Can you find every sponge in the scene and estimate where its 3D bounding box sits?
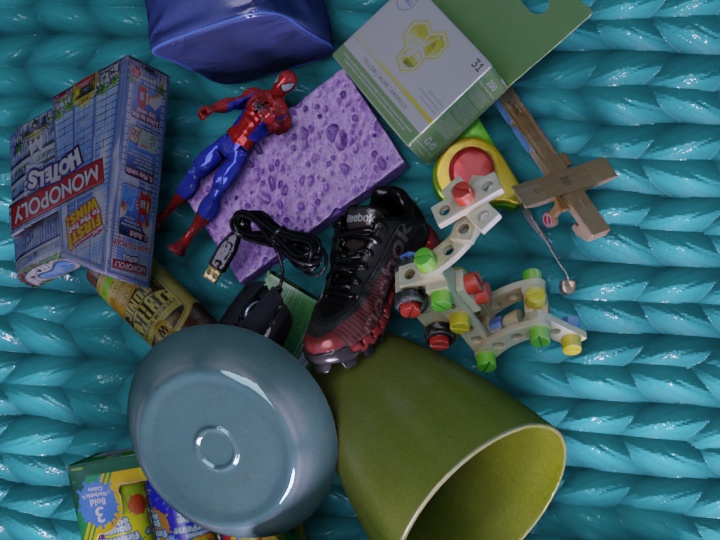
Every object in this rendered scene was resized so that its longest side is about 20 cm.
[{"bbox_3d":[-0.064,-0.088,1.352,0.199,0.030,0.112,-35,78,10],"label":"sponge"}]

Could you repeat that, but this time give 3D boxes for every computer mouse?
[{"bbox_3d":[-0.115,0.041,1.263,0.140,0.046,0.202,34,103,45],"label":"computer mouse"}]

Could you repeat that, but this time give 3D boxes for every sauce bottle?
[{"bbox_3d":[-0.175,0.049,1.343,0.200,0.065,0.065,40,96,21],"label":"sauce bottle"}]

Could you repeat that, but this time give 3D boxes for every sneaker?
[{"bbox_3d":[0.000,0.000,1.247,0.070,0.201,0.099,3,131,35],"label":"sneaker"}]

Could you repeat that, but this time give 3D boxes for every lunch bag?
[{"bbox_3d":[-0.118,-0.263,1.291,0.134,0.200,0.134,-13,80,18],"label":"lunch bag"}]

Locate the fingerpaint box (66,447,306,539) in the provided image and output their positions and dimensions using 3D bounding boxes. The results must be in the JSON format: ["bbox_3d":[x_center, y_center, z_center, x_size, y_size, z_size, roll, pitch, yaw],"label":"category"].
[{"bbox_3d":[-0.157,0.241,1.316,0.197,0.073,0.169,-11,91,17],"label":"fingerpaint box"}]

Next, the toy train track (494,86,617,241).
[{"bbox_3d":[0.157,-0.105,1.286,0.114,0.033,0.201,-17,65,-32],"label":"toy train track"}]

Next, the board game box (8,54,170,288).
[{"bbox_3d":[-0.261,-0.067,1.332,0.198,0.061,0.203,-22,64,31],"label":"board game box"}]

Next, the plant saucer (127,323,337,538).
[{"bbox_3d":[-0.117,0.146,1.216,0.197,0.036,0.203,6,111,17],"label":"plant saucer"}]

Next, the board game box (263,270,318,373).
[{"bbox_3d":[-0.090,0.114,1.349,0.104,0.023,0.202,31,95,17],"label":"board game box"}]

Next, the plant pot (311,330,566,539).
[{"bbox_3d":[0.045,0.145,1.238,0.188,0.187,0.200,-50,54,6],"label":"plant pot"}]

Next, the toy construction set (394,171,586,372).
[{"bbox_3d":[0.104,0.012,1.225,0.130,0.201,0.093,-15,40,22],"label":"toy construction set"}]

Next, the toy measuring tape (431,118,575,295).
[{"bbox_3d":[0.117,-0.052,1.285,0.073,0.074,0.202,-31,85,10],"label":"toy measuring tape"}]

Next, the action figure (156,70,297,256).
[{"bbox_3d":[-0.130,-0.110,1.310,0.065,0.099,0.201,41,94,14],"label":"action figure"}]

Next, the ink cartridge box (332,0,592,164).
[{"bbox_3d":[0.089,-0.212,1.282,0.200,0.048,0.146,-43,53,8],"label":"ink cartridge box"}]
